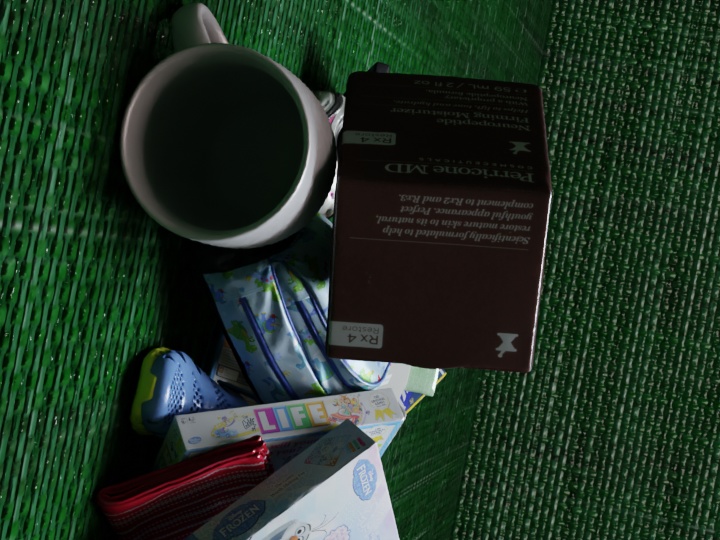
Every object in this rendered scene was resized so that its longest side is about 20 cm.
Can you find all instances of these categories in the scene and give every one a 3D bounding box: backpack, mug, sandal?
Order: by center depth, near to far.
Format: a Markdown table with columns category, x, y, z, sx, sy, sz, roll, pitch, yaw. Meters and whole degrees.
| category | x | y | z | sx | sy | sz | roll | pitch | yaw |
| --- | --- | --- | --- | --- | --- | --- | --- | --- | --- |
| mug | -0.099 | -0.114 | 1.389 | 0.175 | 0.147 | 0.200 | 15 | 54 | -78 |
| sandal | -0.132 | 0.117 | 1.523 | 0.200 | 0.087 | 0.080 | 35 | 68 | -69 |
| backpack | -0.057 | 0.036 | 1.550 | 0.163 | 0.154 | 0.200 | -66 | 149 | -70 |

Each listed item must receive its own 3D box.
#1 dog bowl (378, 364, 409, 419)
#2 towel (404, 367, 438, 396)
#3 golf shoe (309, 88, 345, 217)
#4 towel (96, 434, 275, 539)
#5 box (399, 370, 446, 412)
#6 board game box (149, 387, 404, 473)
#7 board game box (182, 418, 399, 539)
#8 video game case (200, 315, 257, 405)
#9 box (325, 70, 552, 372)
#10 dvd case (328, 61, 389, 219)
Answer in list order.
| category | x | y | z | sx | sy | sz | roll | pitch | yaw |
| --- | --- | --- | --- | --- | --- | --- | --- | --- | --- |
| dog bowl | -0.010 | 0.124 | 1.708 | 0.200 | 0.059 | 0.200 | -49 | 158 | -27 |
| towel | -0.006 | 0.033 | 1.811 | 0.023 | 0.200 | 0.153 | 179 | -77 | -76 |
| golf shoe | -0.050 | -0.077 | 1.737 | 0.073 | 0.092 | 0.200 | -7 | 109 | -78 |
| towel | -0.135 | 0.208 | 1.506 | 0.200 | 0.144 | 0.023 | 79 | -9 | -59 |
| box | 0.009 | 0.142 | 1.889 | 0.064 | 0.070 | 0.200 | -43 | 178 | 38 |
| board game box | -0.077 | 0.161 | 1.524 | 0.034 | 0.200 | 0.135 | 68 | -31 | 30 |
| board game box | -0.059 | 0.251 | 1.501 | 0.199 | 0.043 | 0.200 | -34 | 139 | -21 |
| video game case | -0.094 | 0.078 | 1.689 | 0.143 | 0.018 | 0.200 | 25 | 78 | -52 |
| box | 0.062 | -0.043 | 1.432 | 0.200 | 0.166 | 0.164 | -86 | 180 | -60 |
| dvd case | -0.013 | -0.129 | 1.863 | 0.200 | 0.018 | 0.143 | 157 | -54 | -77 |
